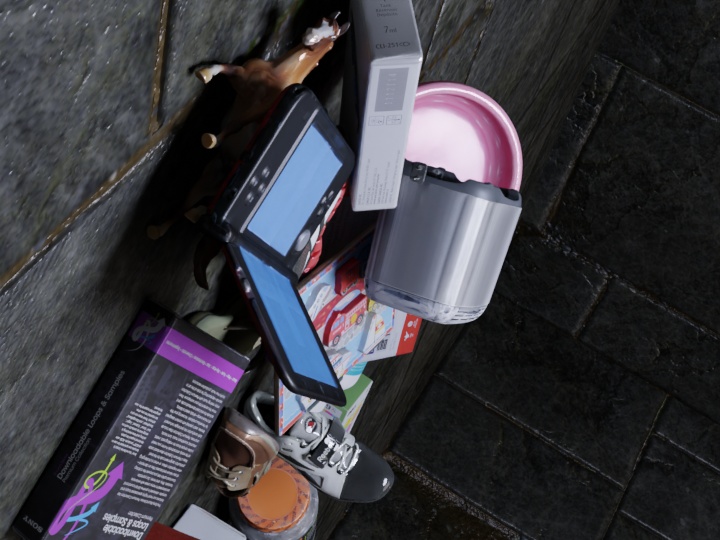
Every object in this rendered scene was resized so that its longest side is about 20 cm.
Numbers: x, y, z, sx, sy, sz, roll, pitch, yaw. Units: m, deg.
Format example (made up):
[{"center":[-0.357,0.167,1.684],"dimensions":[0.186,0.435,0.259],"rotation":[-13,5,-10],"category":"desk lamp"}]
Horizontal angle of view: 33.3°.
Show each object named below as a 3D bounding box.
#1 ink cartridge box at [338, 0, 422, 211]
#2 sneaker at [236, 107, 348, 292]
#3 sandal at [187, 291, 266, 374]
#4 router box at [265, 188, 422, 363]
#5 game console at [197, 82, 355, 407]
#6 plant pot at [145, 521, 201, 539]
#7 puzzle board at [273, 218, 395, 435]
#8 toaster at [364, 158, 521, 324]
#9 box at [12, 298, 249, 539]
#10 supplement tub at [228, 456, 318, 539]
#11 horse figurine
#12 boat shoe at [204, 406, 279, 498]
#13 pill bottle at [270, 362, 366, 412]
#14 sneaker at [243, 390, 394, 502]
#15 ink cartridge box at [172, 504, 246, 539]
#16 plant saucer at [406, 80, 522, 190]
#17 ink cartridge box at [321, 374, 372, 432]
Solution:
[{"center":[0.009,-0.177,0.985],"dimensions":[0.201,0.044,0.179],"rotation":[99,-14,-60],"category":"ink cartridge box"},{"center":[-0.064,-0.046,1.016],"dimensions":[0.098,0.070,0.202],"rotation":[-54,170,-43],"category":"sneaker"},{"center":[-0.119,0.071,1.103],"dimensions":[0.081,0.057,0.201],"rotation":[-65,168,16],"category":"sandal"},{"center":[0.000,0.000,1.226],"dimensions":[0.178,0.049,0.203],"rotation":[-9,124,-40],"category":"router box"},{"center":[-0.029,-0.011,0.866],"dimensions":[0.174,0.118,0.200],"rotation":[-57,167,-3],"category":"game console"},{"center":[-0.202,0.358,1.161],"dimensions":[0.201,0.197,0.178],"rotation":[107,4,-52],"category":"plant pot"},{"center":[-0.017,0.046,1.144],"dimensions":[0.200,0.017,0.153],"rotation":[-40,142,-43],"category":"puzzle board"},{"center":[0.074,-0.027,1.108],"dimensions":[0.200,0.112,0.131],"rotation":[-2,108,-72],"category":"toaster"},{"center":[-0.178,0.134,0.964],"dimensions":[0.202,0.036,0.143],"rotation":[-60,155,-7],"category":"box"},{"center":[-0.118,0.327,1.641],"dimensions":[0.123,0.121,0.201],"rotation":[-56,169,-23],"category":"supplement tub"},{"center":[-0.086,-0.087,0.856],"dimensions":[0.132,0.050,0.202],"rotation":[-39,155,-53],"category":"horse figurine"},{"center":[-0.139,0.216,1.372],"dimensions":[0.072,0.075,0.201],"rotation":[-54,167,-21],"category":"boat shoe"},{"center":[-0.029,0.057,1.364],"dimensions":[0.202,0.110,0.111],"rotation":[-63,170,12],"category":"pill bottle"},{"center":[-0.052,0.202,1.394],"dimensions":[0.075,0.198,0.089],"rotation":[-61,170,-23],"category":"sneaker"},{"center":[-0.220,0.396,1.433],"dimensions":[0.146,0.083,0.202],"rotation":[-51,166,-43],"category":"ink cartridge box"},{"center":[0.077,-0.108,1.310],"dimensions":[0.203,0.198,0.051],"rotation":[-62,-155,11],"category":"plant saucer"},{"center":[-0.038,0.219,1.920],"dimensions":[0.104,0.059,0.202],"rotation":[-44,161,-57],"category":"ink cartridge box"}]
